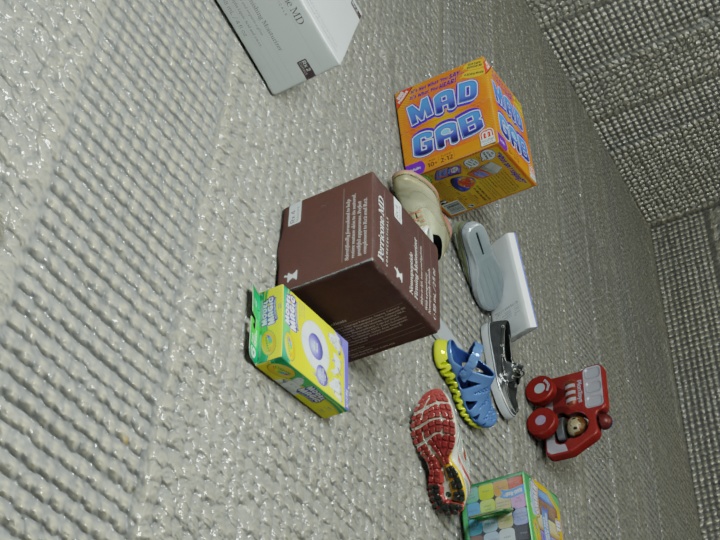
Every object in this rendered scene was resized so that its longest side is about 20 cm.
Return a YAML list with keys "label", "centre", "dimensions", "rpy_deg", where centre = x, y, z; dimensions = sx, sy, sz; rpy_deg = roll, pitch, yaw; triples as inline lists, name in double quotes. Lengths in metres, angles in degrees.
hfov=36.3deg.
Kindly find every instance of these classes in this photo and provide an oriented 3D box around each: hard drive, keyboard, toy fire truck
- label: "hard drive"
  centre: [0.302, 0.041, 2.271]
  dimensions: [0.025, 0.132, 0.202]
  rpy_deg: [-3, 71, -25]
- label: "keyboard"
  centre: [0.140, 0.103, 2.018]
  dimensions: [0.200, 0.011, 0.057]
  rpy_deg: [52, 26, -37]
- label: "toy fire truck"
  centre: [0.448, 0.300, 2.326]
  dimensions: [0.112, 0.167, 0.201]
  rpy_deg: [49, 32, -38]

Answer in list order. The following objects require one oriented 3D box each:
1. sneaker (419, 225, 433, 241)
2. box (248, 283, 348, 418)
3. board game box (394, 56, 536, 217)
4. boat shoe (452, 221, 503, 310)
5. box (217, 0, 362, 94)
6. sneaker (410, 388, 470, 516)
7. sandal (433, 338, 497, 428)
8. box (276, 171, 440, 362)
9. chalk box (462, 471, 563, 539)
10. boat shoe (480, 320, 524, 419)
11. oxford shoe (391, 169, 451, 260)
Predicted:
- label: "sneaker"
  centre: [0.062, -0.073, 1.851]
  dimensions: [0.202, 0.115, 0.074]
  rpy_deg: [66, 27, -8]
- label: "box"
  centre: [-0.084, 0.106, 1.498]
  dimensions: [0.200, 0.048, 0.118]
  rpy_deg: [42, 37, -44]
- label: "board game box"
  centre: [0.210, -0.261, 2.191]
  dimensions: [0.200, 0.198, 0.202]
  rpy_deg: [35, 42, -53]
- label: "boat shoe"
  centre: [0.240, -0.014, 2.241]
  dimensions: [0.072, 0.062, 0.202]
  rpy_deg: [-26, 116, -22]
- label: "box"
  centre: [-0.112, -0.421, 1.717]
  dimensions: [0.200, 0.130, 0.201]
  rpy_deg: [57, 28, -26]
- label: "sneaker"
  centre: [0.135, 0.294, 1.803]
  dimensions: [0.082, 0.077, 0.202]
  rpy_deg: [-6, 87, -69]
- label: "sandal"
  centre: [0.206, 0.203, 1.992]
  dimensions: [0.201, 0.086, 0.080]
  rpy_deg: [61, 24, -26]
- label: "box"
  centre: [0.000, 0.000, 1.607]
  dimensions: [0.200, 0.163, 0.167]
  rpy_deg: [46, 34, -42]
- label: "chalk box"
  centre: [0.249, 0.424, 1.856]
  dimensions: [0.200, 0.123, 0.125]
  rpy_deg: [42, 37, -49]
- label: "boat shoe"
  centre: [0.295, 0.195, 2.204]
  dimensions: [0.070, 0.066, 0.202]
  rpy_deg: [28, 48, -56]
- label: "oxford shoe"
  centre: [0.117, -0.102, 2.042]
  dimensions: [0.200, 0.070, 0.074]
  rpy_deg: [52, 33, -35]
